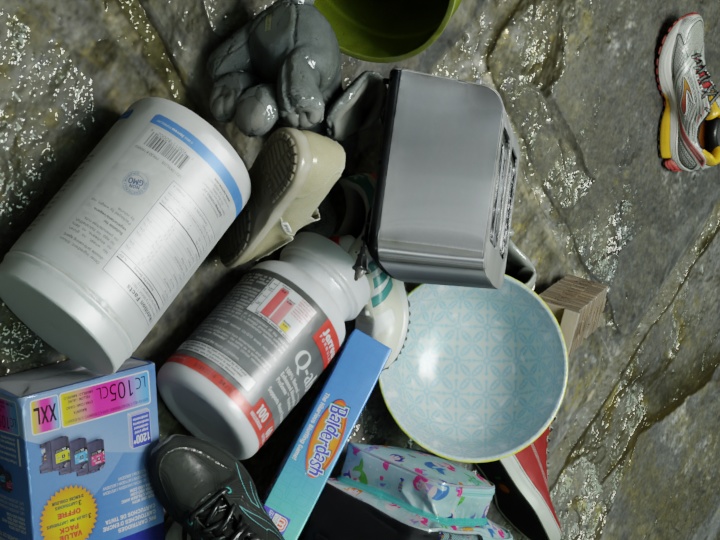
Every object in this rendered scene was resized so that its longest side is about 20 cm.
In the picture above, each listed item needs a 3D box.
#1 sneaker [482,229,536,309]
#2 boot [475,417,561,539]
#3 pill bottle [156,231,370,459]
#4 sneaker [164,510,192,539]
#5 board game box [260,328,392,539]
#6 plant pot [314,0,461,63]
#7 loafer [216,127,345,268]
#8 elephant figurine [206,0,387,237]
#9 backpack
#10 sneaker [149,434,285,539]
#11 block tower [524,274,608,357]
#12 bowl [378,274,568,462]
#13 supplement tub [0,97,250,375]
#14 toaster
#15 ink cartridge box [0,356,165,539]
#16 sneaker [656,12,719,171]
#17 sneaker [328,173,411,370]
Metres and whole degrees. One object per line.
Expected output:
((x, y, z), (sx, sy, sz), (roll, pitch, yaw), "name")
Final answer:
((0.161, 0.032, 1.510), (0.076, 0.091, 0.201), (-57, 132, -33), "sneaker")
((0.211, 0.216, 1.614), (0.144, 0.072, 0.201), (-47, 123, -30), "boot")
((-0.085, 0.065, 1.263), (0.200, 0.115, 0.117), (-49, 127, -27), "pill bottle")
((-0.148, 0.320, 1.243), (0.075, 0.114, 0.204), (-11, 105, -42), "sneaker")
((-0.043, 0.167, 1.304), (0.045, 0.152, 0.202), (28, 74, -1), "board game box")
((0.046, -0.329, 1.291), (0.193, 0.198, 0.203), (-46, 126, -43), "plant pot")
((-0.072, -0.058, 1.204), (0.067, 0.200, 0.077), (-1, 69, -29), "loafer")
((-0.046, -0.150, 1.278), (0.200, 0.154, 0.143), (36, 29, -52), "elephant figurine")
((0.058, 0.263, 1.396), (0.199, 0.176, 0.153), (26, 84, -47), "backpack")
((-0.102, 0.220, 1.157), (0.075, 0.079, 0.201), (-41, 98, -8), "sneaker")
((0.236, 0.049, 1.557), (0.200, 0.057, 0.055), (-24, 128, -70), "block tower")
((0.116, 0.105, 1.457), (0.108, 0.197, 0.203), (89, 20, -81), "bowl")
((-0.193, -0.031, 1.130), (0.201, 0.131, 0.132), (-54, 129, -22), "supplement tub")
((0.077, -0.072, 1.274), (0.181, 0.117, 0.203), (34, 63, -75), "toaster")
((-0.241, 0.183, 1.160), (0.135, 0.076, 0.203), (-13, 107, -42), "ink cartridge box")
((0.431, -0.227, 1.744), (0.077, 0.082, 0.203), (-19, 109, -41), "sneaker")
((0.000, 0.000, 1.375), (0.092, 0.070, 0.203), (7, 89, -38), "sneaker")
